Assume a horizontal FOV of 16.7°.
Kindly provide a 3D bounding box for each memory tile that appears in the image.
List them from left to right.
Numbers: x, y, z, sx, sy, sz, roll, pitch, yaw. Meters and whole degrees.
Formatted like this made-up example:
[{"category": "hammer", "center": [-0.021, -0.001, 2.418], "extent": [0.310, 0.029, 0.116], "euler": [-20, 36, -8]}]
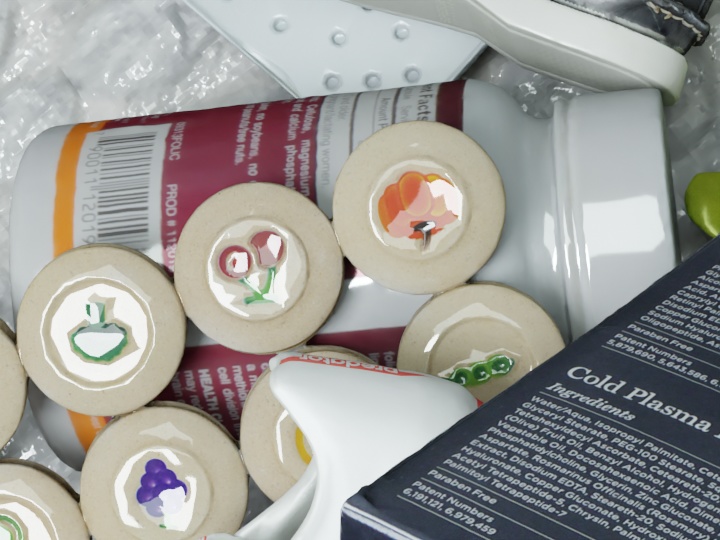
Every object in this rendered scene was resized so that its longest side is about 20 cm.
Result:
[{"category": "memory tile", "center": [-0.034, 0.055, 0.711], "extent": [0.200, 0.017, 0.154], "euler": [-21, 92, 4]}]

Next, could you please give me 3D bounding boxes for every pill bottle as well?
[{"category": "pill bottle", "center": [0.000, 0.000, 0.774], "extent": [0.200, 0.114, 0.114], "euler": [-5, 77, 9]}]

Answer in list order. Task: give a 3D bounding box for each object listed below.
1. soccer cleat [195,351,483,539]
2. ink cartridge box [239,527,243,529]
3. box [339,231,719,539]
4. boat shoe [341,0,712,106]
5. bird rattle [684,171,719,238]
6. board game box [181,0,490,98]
[{"category": "soccer cleat", "center": [-0.024, 0.117, 0.671], "extent": [0.085, 0.069, 0.200], "euler": [22, 99, -7]}, {"category": "ink cartridge box", "center": [-0.071, 0.170, 0.765], "extent": [0.200, 0.083, 0.147], "euler": [-19, 75, 5]}, {"category": "box", "center": [0.087, 0.118, 0.639], "extent": [0.104, 0.200, 0.182], "euler": [23, 37, 31]}, {"category": "boat shoe", "center": [0.019, -0.115, 0.791], "extent": [0.200, 0.074, 0.060], "euler": [21, 82, 10]}, {"category": "bird rattle", "center": [0.191, 0.016, 0.749], "extent": [0.163, 0.113, 0.200], "euler": [-13, 79, -11]}, {"category": "board game box", "center": [0.001, -0.170, 0.856], "extent": [0.200, 0.026, 0.200], "euler": [41, 87, 15]}]
